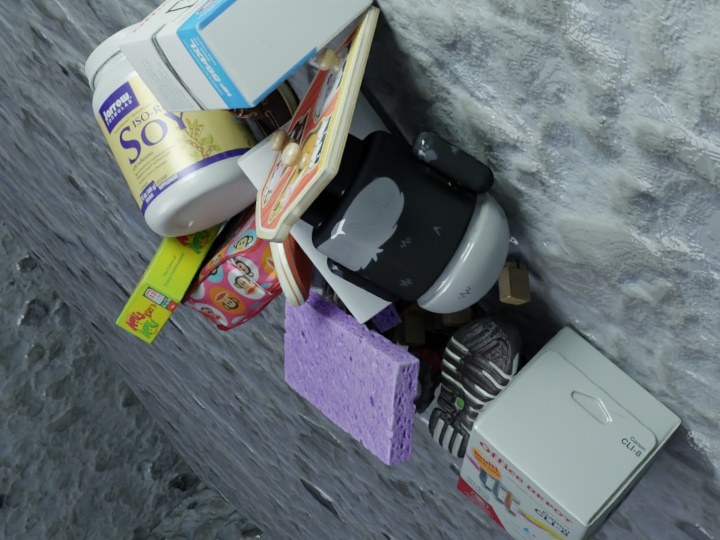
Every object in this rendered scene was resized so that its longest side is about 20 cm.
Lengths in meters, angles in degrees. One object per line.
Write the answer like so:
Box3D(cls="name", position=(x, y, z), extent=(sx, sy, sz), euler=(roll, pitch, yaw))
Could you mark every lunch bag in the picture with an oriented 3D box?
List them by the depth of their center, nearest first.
Box3D(cls="lunch bag", position=(-0.110, -0.036, 1.435), extent=(0.082, 0.176, 0.200), euler=(36, 145, -15))

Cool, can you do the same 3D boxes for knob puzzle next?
Box3D(cls="knob puzzle", position=(-0.055, -0.110, 1.088), extent=(0.030, 0.220, 0.220), euler=(23, 167, -16))

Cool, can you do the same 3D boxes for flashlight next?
Box3D(cls="flashlight", position=(0.063, 0.104, 1.390), extent=(0.068, 0.068, 0.200), euler=(38, -163, 3))

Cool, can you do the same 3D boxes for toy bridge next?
Box3D(cls="toy bridge", position=(0.095, 0.022, 1.268), extent=(0.027, 0.067, 0.200), euler=(9, 160, -30))

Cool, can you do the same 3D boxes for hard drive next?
Box3D(cls="hard drive", position=(-0.005, -0.064, 1.218), extent=(0.200, 0.132, 0.027), euler=(53, -177, -19))

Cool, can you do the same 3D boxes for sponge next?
Box3D(cls="sponge", position=(-0.014, 0.102, 1.293), extent=(0.200, 0.030, 0.112), euler=(32, 127, 49))
Box3D(cls="sponge", position=(0.000, 0.000, 1.363), extent=(0.112, 0.030, 0.200), euler=(62, 179, -6))

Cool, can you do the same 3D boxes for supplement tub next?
Box3D(cls="supplement tub", position=(-0.198, -0.153, 1.371), extent=(0.200, 0.145, 0.145), euler=(62, 164, 11))

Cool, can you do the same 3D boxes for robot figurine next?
Box3D(cls="robot figurine", position=(0.036, -0.046, 1.132), extent=(0.200, 0.125, 0.150), euler=(29, 169, -11))

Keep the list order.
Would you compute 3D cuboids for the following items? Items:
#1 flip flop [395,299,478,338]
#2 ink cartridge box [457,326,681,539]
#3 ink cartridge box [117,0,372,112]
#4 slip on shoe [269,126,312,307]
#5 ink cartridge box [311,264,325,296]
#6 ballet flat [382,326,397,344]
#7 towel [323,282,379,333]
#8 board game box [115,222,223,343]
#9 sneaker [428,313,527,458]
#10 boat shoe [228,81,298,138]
Box3D(cls="flip flop", position=(0.058, 0.024, 1.374), extent=(0.200, 0.058, 0.081), euler=(47, 162, -3))
Box3D(cls="ink cartridge box", position=(0.198, 0.181, 1.260), extent=(0.145, 0.145, 0.200), euler=(40, 160, 18))
Box3D(cls="ink cartridge box", position=(-0.105, -0.212, 1.099), extent=(0.084, 0.146, 0.200), euler=(53, 160, -23))
Box3D(cls="slip on shoe", position=(-0.055, -0.059, 1.275), extent=(0.061, 0.200, 0.074), euler=(-3, 153, 11))
Box3D(cls="ink cartridge box", position=(-0.055, 0.015, 1.547), extent=(0.037, 0.095, 0.200), euler=(7, 157, 2))
Box3D(cls="ballet flat", position=(0.020, 0.085, 1.621), extent=(0.067, 0.046, 0.200), euler=(64, 160, 15))
Box3D(cls="towel", position=(-0.001, 0.071, 1.451), extent=(0.200, 0.034, 0.133), euler=(-88, -26, -79))
Box3D(cls="board game box", position=(-0.202, -0.024, 1.456), extent=(0.048, 0.200, 0.102), euler=(31, 139, -9))
Box3D(cls="sneaker", position=(0.138, 0.095, 1.300), extent=(0.076, 0.115, 0.200), euler=(41, 140, 19))
Box3D(cls="boat shoe", position=(-0.123, -0.189, 1.302), extent=(0.072, 0.072, 0.200), euler=(30, 157, 40))
